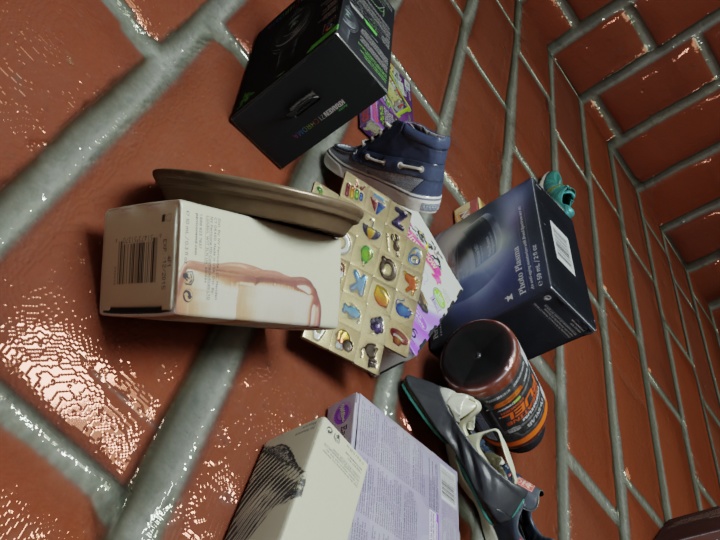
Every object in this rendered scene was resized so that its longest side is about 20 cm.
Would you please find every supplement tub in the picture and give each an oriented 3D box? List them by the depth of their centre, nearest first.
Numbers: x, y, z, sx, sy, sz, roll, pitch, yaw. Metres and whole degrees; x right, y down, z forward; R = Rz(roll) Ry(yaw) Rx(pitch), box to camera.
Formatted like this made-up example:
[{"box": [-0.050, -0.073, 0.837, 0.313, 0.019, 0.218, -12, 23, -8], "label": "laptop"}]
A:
[{"box": [0.183, 0.161, 0.969, 0.201, 0.104, 0.109, 54, 27, -42], "label": "supplement tub"}]

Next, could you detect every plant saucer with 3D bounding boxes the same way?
[{"box": [-0.094, -0.059, 0.681, 0.198, 0.196, 0.030, 12, 89, -53], "label": "plant saucer"}]

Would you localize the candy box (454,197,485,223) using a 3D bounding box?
[{"box": [0.238, -0.016, 1.264, 0.199, 0.055, 0.118, 39, 37, -34], "label": "candy box"}]

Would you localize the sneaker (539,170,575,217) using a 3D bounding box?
[{"box": [0.459, -0.165, 1.703, 0.078, 0.079, 0.202, 46, 33, -24], "label": "sneaker"}]

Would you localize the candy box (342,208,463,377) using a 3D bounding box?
[{"box": [0.034, 0.003, 0.916, 0.170, 0.071, 0.200, 58, 31, -6], "label": "candy box"}]

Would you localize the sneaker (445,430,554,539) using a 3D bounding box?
[{"box": [0.176, 0.263, 0.917, 0.074, 0.083, 0.204, -20, 83, -59], "label": "sneaker"}]

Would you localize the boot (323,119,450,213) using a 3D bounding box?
[{"box": [0.033, -0.147, 0.917, 0.072, 0.093, 0.198, -8, 28, -44], "label": "boot"}]

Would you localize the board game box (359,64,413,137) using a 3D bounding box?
[{"box": [0.042, -0.268, 1.192, 0.120, 0.032, 0.204, 41, 35, -39], "label": "board game box"}]

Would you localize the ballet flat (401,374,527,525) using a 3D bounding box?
[{"box": [0.127, 0.193, 0.867, 0.072, 0.073, 0.202, 2, 49, -56], "label": "ballet flat"}]

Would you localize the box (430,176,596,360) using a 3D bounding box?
[{"box": [0.200, 0.017, 1.038, 0.122, 0.196, 0.204, 35, 39, -32], "label": "box"}]

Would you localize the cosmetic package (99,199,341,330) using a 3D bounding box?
[{"box": [-0.113, 0.003, 0.644, 0.198, 0.101, 0.090, 10, 79, -52], "label": "cosmetic package"}]

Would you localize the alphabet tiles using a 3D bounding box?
[{"box": [0.000, 0.000, 0.804, 0.164, 0.006, 0.205, 29, 60, -27], "label": "alphabet tiles"}]

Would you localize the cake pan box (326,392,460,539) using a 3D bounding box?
[{"box": [0.032, 0.249, 0.741, 0.184, 0.052, 0.203, 43, 35, -33], "label": "cake pan box"}]

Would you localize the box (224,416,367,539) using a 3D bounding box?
[{"box": [-0.061, 0.220, 0.589, 0.069, 0.081, 0.202, 50, 31, -19], "label": "box"}]

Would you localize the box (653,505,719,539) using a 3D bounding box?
[{"box": [0.649, 0.540, 1.349, 0.198, 0.162, 0.170, 2, 65, -56], "label": "box"}]

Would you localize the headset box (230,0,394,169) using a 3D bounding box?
[{"box": [-0.053, -0.243, 0.880, 0.092, 0.172, 0.203, 40, 38, -31], "label": "headset box"}]
